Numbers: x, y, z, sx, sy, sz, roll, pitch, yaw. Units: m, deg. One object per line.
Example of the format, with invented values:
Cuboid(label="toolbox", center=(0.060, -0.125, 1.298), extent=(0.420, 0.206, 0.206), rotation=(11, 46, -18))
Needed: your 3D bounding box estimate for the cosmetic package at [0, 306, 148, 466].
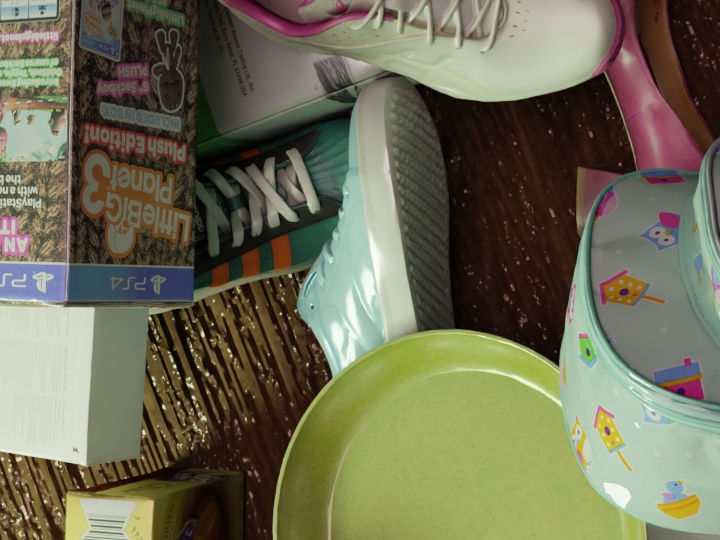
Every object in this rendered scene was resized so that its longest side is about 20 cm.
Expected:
Cuboid(label="cosmetic package", center=(-0.151, -0.005, 0.929), extent=(0.083, 0.051, 0.200), rotation=(6, 93, 33))

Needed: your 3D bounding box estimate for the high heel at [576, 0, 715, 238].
Cuboid(label="high heel", center=(0.159, -0.104, 0.885), extent=(0.096, 0.067, 0.200), rotation=(8, 108, 30))

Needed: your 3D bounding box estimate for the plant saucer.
Cuboid(label="plant saucer", center=(0.050, 0.129, 0.875), extent=(0.200, 0.031, 0.200), rotation=(-1, 87, 30))

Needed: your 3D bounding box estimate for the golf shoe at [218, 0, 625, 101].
Cuboid(label="golf shoe", center=(0.021, -0.121, 0.838), extent=(0.200, 0.092, 0.075), rotation=(10, 98, 16))

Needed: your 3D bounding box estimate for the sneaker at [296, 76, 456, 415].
Cuboid(label="sneaker", center=(0.000, 0.000, 0.923), extent=(0.082, 0.074, 0.200), rotation=(2, 108, 22))

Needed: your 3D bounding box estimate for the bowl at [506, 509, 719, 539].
Cuboid(label="bowl", center=(0.170, 0.212, 0.881), extent=(0.200, 0.075, 0.200), rotation=(-2, 89, 21))

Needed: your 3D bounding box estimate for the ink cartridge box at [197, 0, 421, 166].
Cuboid(label="ink cartridge box", center=(-0.031, -0.154, 0.947), extent=(0.200, 0.084, 0.146), rotation=(-18, 85, 20))

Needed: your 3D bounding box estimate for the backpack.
Cuboid(label="backpack", center=(0.187, 0.026, 0.783), extent=(0.200, 0.153, 0.176), rotation=(-2, 45, 4))

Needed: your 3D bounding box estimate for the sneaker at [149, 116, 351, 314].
Cuboid(label="sneaker", center=(-0.072, -0.025, 0.964), extent=(0.200, 0.080, 0.071), rotation=(-25, 80, 21))

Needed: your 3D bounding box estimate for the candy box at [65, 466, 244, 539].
Cuboid(label="candy box", center=(-0.111, 0.212, 0.964), extent=(0.056, 0.117, 0.200), rotation=(1, 90, 20))

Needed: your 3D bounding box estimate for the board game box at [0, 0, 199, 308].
Cuboid(label="board game box", center=(-0.167, -0.083, 0.853), extent=(0.159, 0.097, 0.200), rotation=(2, 90, 31))
